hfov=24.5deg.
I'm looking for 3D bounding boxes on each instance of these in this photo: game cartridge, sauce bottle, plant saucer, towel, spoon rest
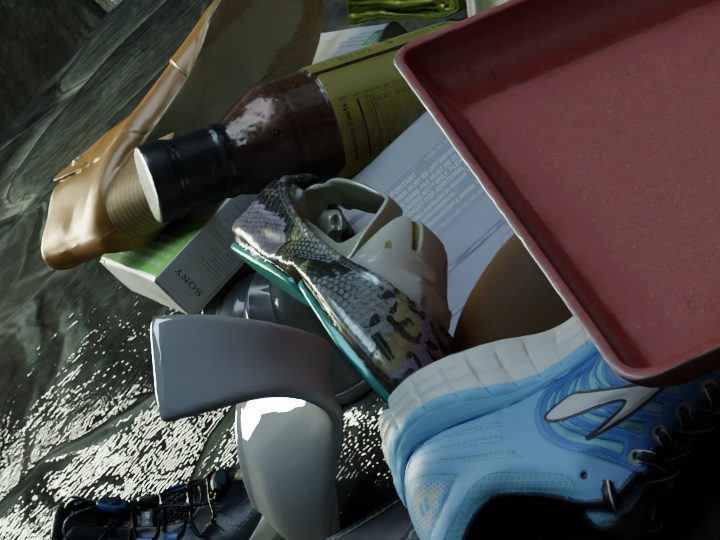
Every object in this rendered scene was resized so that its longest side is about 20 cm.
[{"bbox_3d":[0.073,-0.040,0.792,0.200,0.038,0.130,-42,46,7],"label":"game cartridge"},{"bbox_3d":[-0.017,-0.075,0.850,0.199,0.066,0.066,-19,14,-13],"label":"sauce bottle"},{"bbox_3d":[0.136,-0.051,0.564,0.199,0.037,0.200,-23,42,-6],"label":"plant saucer"},{"bbox_3d":[0.090,-0.158,0.944,0.199,0.018,0.086,-15,17,-42],"label":"towel"},{"bbox_3d":[-0.030,0.063,0.692,0.060,0.200,0.100,-11,71,8],"label":"spoon rest"}]

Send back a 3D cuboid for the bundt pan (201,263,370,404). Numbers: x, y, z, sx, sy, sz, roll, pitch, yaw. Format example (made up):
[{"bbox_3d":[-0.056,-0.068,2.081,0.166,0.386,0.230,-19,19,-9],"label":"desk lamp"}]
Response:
[{"bbox_3d":[-0.013,-0.010,0.935,0.202,0.076,0.202,-39,18,15],"label":"bundt pan"}]

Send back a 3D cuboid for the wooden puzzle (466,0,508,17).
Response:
[{"bbox_3d":[0.116,-0.166,0.743,0.200,0.037,0.186,-31,53,43],"label":"wooden puzzle"}]

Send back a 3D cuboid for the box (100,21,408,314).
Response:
[{"bbox_3d":[-0.060,-0.062,0.970,0.200,0.036,0.144,-46,18,-11],"label":"box"}]

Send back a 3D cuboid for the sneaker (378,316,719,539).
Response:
[{"bbox_3d":[0.103,0.056,0.587,0.199,0.078,0.090,-30,49,23],"label":"sneaker"}]

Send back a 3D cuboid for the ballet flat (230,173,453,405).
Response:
[{"bbox_3d":[0.000,0.000,0.729,0.072,0.072,0.200,-45,31,-3],"label":"ballet flat"}]

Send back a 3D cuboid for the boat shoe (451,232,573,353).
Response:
[{"bbox_3d":[0.120,-0.016,0.691,0.200,0.070,0.070,-48,-22,18],"label":"boat shoe"}]

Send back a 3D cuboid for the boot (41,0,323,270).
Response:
[{"bbox_3d":[-0.111,-0.092,0.971,0.144,0.071,0.202,-17,37,48],"label":"boot"}]

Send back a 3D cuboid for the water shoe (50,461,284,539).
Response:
[{"bbox_3d":[-0.113,0.141,0.813,0.200,0.079,0.072,-40,19,12],"label":"water shoe"}]

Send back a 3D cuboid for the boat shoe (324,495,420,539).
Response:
[{"bbox_3d":[-0.045,0.149,0.676,0.200,0.063,0.073,-40,16,9],"label":"boat shoe"}]
